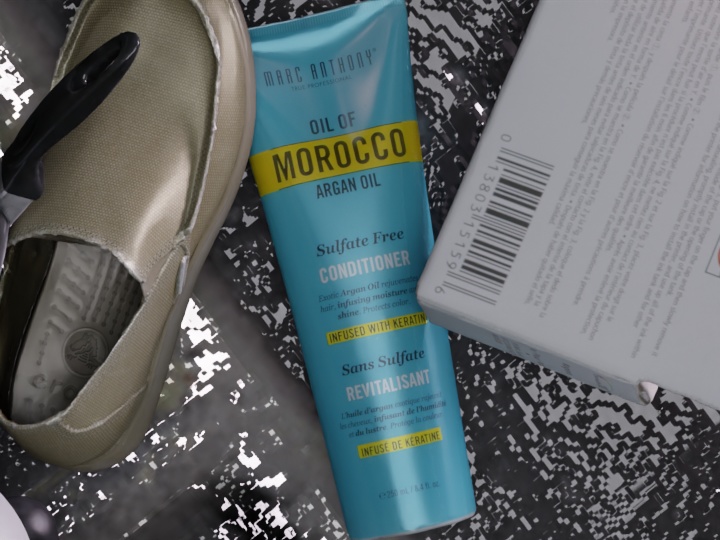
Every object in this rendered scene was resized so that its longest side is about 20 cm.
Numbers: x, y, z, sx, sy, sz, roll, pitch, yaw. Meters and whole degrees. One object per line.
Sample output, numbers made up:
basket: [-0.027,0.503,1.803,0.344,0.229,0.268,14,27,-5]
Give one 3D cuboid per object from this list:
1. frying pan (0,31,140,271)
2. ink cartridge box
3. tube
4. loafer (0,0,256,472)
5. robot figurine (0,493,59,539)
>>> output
frying pan: [-0.141,-0.031,0.776,0.031,0.115,0.190,26,110,-39]
ink cartridge box: [0.137,-0.046,0.788,0.172,0.044,0.201,21,80,16]
tube: [0.000,0.000,0.831,0.077,0.050,0.202,-12,89,-10]
loafer: [-0.090,-0.021,0.797,0.075,0.068,0.202,12,94,13]
robot figurine: [-0.158,0.154,0.713,0.123,0.151,0.202,-6,119,-2]
